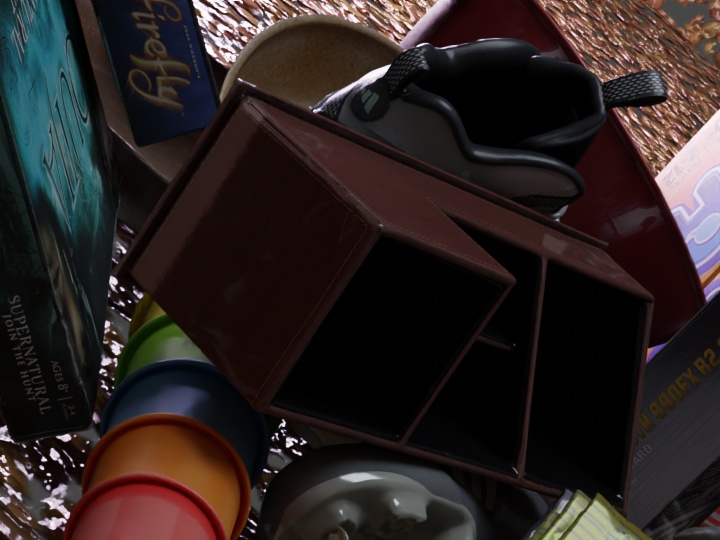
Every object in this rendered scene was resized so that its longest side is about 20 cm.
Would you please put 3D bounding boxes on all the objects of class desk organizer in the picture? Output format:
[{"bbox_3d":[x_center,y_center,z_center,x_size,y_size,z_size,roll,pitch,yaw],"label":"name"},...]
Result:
[{"bbox_3d":[0.027,0.015,0.765,0.200,0.072,0.077,20,18,-49],"label":"desk organizer"}]

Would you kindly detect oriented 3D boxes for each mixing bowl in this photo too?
[{"bbox_3d":[0.059,-0.030,1.093,0.200,0.108,0.200,59,-4,7],"label":"mixing bowl"}]

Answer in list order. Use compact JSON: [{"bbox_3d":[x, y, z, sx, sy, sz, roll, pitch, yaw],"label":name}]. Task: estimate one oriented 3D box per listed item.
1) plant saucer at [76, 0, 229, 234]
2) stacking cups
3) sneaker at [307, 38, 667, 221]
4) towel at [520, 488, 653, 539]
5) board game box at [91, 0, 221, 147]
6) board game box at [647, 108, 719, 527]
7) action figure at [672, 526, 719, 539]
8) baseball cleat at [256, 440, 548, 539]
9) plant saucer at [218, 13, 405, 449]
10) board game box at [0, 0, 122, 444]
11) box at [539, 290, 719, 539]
[{"bbox_3d":[-0.077,-0.050,1.006,0.200,0.037,0.200,39,15,-12],"label":"plant saucer"},{"bbox_3d":[-0.052,0.056,0.726,0.061,0.061,0.200,39,15,-11],"label":"stacking cups"},{"bbox_3d":[0.062,-0.028,0.873,0.200,0.140,0.078,17,45,-47],"label":"sneaker"},{"bbox_3d":[0.099,0.170,0.739,0.200,0.023,0.144,42,50,4],"label":"towel"},{"bbox_3d":[-0.097,-0.144,0.911,0.200,0.035,0.136,-116,-169,-64],"label":"board game box"},{"bbox_3d":[0.261,0.039,1.285,0.200,0.200,0.200,32,18,-31],"label":"board game box"},{"bbox_3d":[0.161,0.144,0.914,0.102,0.200,0.119,7,45,4],"label":"action figure"},{"bbox_3d":[0.011,0.078,0.813,0.200,0.070,0.106,38,20,-57],"label":"baseball cleat"},{"bbox_3d":[0.000,0.000,0.936,0.200,0.035,0.200,29,50,-41],"label":"plant saucer"},{"bbox_3d":[-0.109,-0.050,0.785,0.200,0.028,0.135,-96,174,-65],"label":"board game box"},{"bbox_3d":[0.148,0.062,1.023,0.048,0.158,0.200,48,17,14],"label":"box"}]
